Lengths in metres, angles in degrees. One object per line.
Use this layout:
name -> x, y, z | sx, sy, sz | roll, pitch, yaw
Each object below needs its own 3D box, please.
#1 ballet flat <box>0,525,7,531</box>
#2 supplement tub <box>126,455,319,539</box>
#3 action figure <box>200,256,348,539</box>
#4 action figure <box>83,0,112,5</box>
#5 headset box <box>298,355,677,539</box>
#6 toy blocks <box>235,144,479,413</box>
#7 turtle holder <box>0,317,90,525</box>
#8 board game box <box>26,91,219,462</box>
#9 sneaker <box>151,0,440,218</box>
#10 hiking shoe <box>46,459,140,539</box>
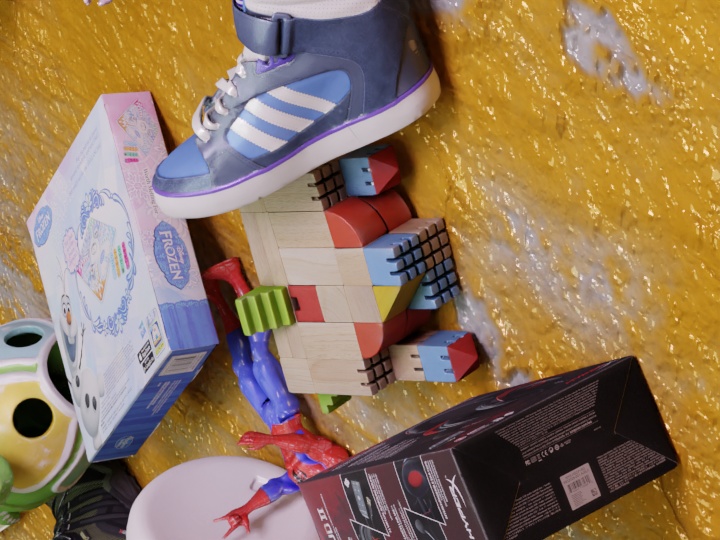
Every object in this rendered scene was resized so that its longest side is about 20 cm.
ballet flat -> -0.314, 0.185, 2.355 | 0.067, 0.067, 0.200 | 40, 148, 0
supplement tub -> -0.097, 0.250, 1.994 | 0.145, 0.145, 0.201 | 38, 139, 36
action figure -> -0.079, 0.101, 1.919 | 0.201, 0.099, 0.065 | 58, 147, 6
action figure -> -0.100, -0.235, 1.712 | 0.200, 0.133, 0.150 | 116, 161, -80
headset box -> 0.068, 0.124, 1.667 | 0.200, 0.148, 0.075 | -19, 94, 58
toy blocks -> 0.000, 0.000, 1.753 | 0.136, 0.100, 0.201 | -1, 111, 43
turtle holder -> -0.266, 0.109, 2.116 | 0.132, 0.185, 0.142 | -33, 78, 36
board game box -> -0.174, 0.007, 1.988 | 0.200, 0.043, 0.200 | -50, 53, 56
sneaker -> -0.064, -0.130, 1.662 | 0.199, 0.081, 0.147 | -22, 116, 17
hiking shoe -> -0.216, 0.204, 2.176 | 0.200, 0.100, 0.076 | 31, 134, 41
